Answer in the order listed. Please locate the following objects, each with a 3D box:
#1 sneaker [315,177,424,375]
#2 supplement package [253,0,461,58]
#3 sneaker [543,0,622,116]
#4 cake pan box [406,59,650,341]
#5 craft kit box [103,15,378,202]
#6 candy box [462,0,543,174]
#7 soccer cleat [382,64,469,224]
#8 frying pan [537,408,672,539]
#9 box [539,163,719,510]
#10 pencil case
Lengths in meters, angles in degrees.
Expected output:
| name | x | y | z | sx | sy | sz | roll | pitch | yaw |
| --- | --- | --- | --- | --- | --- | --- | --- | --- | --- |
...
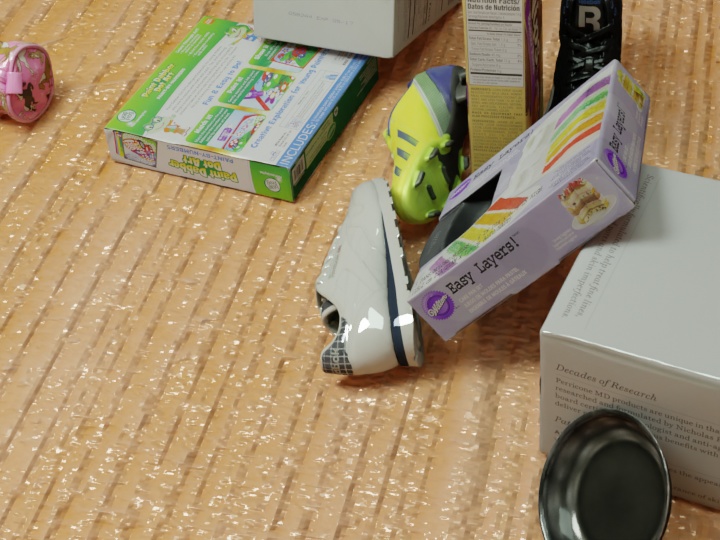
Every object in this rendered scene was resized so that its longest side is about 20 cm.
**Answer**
| name | x | y | z | sx | sy | sz | roll | pitch | yaw |
| --- | --- | --- | --- | --- | --- | --- | --- | --- | --- |
| sneaker | 0.000 | 0.000 | 1.093 | 0.080 | 0.077 | 0.201 | -13 | 41 | 7 |
| supplement package | 0.003 | -0.321 | 1.338 | 0.150 | 0.152 | 0.200 | 13 | 31 | 20 |
| sneaker | 0.202 | -0.189 | 1.233 | 0.072 | 0.113 | 0.201 | 1 | 43 | 10 |
| cake pan box | 0.130 | -0.054 | 1.043 | 0.200 | 0.052 | 0.185 | -38 | 13 | 32 |
| craft kit box | -0.109 | -0.160 | 1.295 | 0.196 | 0.049 | 0.201 | 16 | 47 | 19 |
| candy box | 0.126 | -0.185 | 1.175 | 0.056 | 0.201 | 0.117 | 5 | 44 | 12 |
| soccer cleat | 0.053 | -0.109 | 1.215 | 0.083 | 0.065 | 0.201 | -8 | 41 | 27 |
| frying pan | 0.175 | 0.174 | 0.870 | 0.031 | 0.115 | 0.191 | 14 | 34 | -36 |
| box | 0.250 | 0.048 | 0.962 | 0.198 | 0.131 | 0.199 | 16 | 47 | 22 |
| pencil case | -0.400 | -0.200 | 1.346 | 0.198 | 0.083 | 0.087 | 13 | 46 | 19 |
